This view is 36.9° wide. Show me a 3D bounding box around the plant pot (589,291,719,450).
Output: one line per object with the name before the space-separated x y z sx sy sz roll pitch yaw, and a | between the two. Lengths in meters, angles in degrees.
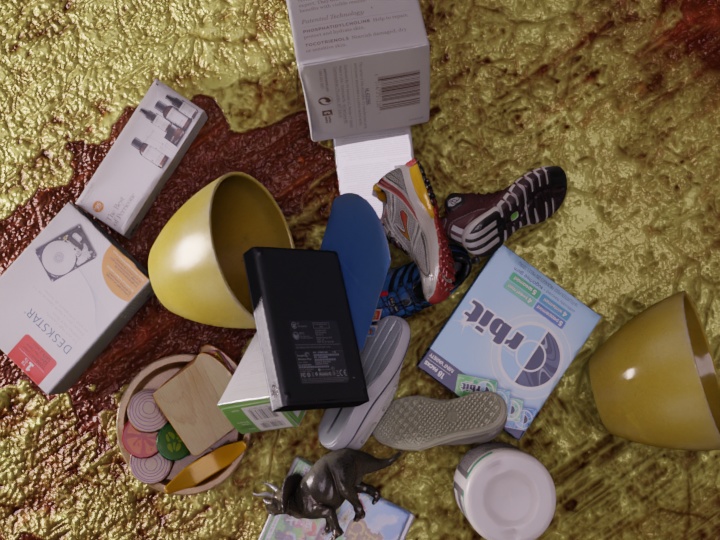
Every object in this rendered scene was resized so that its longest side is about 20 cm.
plant pot | 0.378 0.143 1.394 0.140 0.199 0.204 -17 86 23

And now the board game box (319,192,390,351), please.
board game box | 0.000 0.000 1.403 0.038 0.158 0.203 -2 124 -31

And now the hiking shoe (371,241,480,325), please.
hiking shoe | 0.062 0.026 1.436 0.199 0.087 0.075 -36 97 -2

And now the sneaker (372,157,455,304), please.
sneaker | 0.069 -0.043 1.391 0.081 0.078 0.203 -21 58 10

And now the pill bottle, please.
pill bottle | 0.176 0.276 1.367 0.111 0.200 0.115 0 86 -1

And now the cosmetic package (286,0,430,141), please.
cosmetic package | -0.006 -0.305 1.395 0.163 0.168 0.203 -10 62 -1

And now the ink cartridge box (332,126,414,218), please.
ink cartridge box | 0.021 -0.136 1.471 0.107 0.050 0.204 -6 87 -1

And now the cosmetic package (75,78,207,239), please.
cosmetic package | -0.296 -0.151 1.467 0.082 0.051 0.202 31 86 2

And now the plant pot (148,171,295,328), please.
plant pot | -0.191 -0.009 1.404 0.140 0.199 0.204 -17 86 26

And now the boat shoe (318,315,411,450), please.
boat shoe | 0.015 0.150 1.432 0.201 0.066 0.074 -57 46 14

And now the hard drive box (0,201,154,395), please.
hard drive box | -0.392 0.039 1.440 0.155 0.077 0.201 41 87 3

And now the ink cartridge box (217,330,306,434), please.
ink cartridge box | -0.095 0.112 1.402 0.060 0.103 0.202 53 43 -29

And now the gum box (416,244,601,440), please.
gum box | 0.199 0.096 1.458 0.169 0.045 0.201 35 86 2

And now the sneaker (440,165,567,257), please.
sneaker | 0.181 -0.097 1.462 0.198 0.115 0.077 -30 124 -31

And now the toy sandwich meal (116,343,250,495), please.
toy sandwich meal | -0.230 0.202 1.432 0.201 0.070 0.209 0 86 -1

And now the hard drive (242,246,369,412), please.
hard drive | -0.067 0.070 1.343 0.138 0.033 0.203 3 68 -41

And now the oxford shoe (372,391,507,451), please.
oxford shoe | 0.106 0.201 1.423 0.197 0.058 0.076 -12 63 26

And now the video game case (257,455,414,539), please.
video game case | -0.048 0.380 1.446 0.180 0.022 0.203 25 86 1

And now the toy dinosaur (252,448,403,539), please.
toy dinosaur | -0.034 0.280 1.405 0.198 0.077 0.103 -33 93 -1
